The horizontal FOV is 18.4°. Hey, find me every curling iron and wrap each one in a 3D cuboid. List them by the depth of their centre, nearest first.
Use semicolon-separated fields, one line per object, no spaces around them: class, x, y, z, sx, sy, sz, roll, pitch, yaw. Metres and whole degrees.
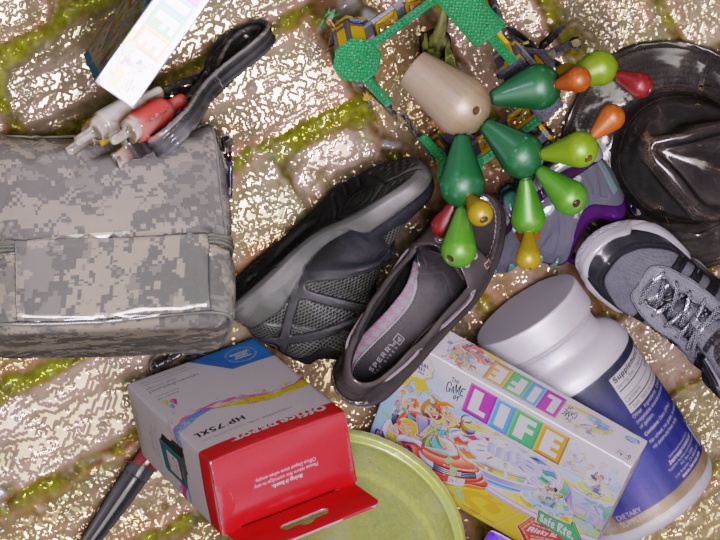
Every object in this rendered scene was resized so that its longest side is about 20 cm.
curling iron;-0.181;0.148;1.775;0.049;0.026;0.201;28;94;-20

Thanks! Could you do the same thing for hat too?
hat;0.262;-0.085;1.778;0.200;0.081;0.202;-2;102;-8

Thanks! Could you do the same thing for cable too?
cable;-0.128;-0.141;1.659;0.200;0.097;0.050;-45;115;-30

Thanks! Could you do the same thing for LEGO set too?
LEGO set;0.066;-0.172;1.730;0.200;0.116;0.154;37;112;-27

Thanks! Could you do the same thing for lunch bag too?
lunch bag;-0.190;-0.026;1.685;0.199;0.139;0.169;-2;78;-9

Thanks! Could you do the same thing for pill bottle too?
pill bottle;0.185;0.110;1.785;0.116;0.116;0.200;-35;103;-2

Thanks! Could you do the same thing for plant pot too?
plant pot;-0.030;0.251;1.708;0.199;0.184;0.201;4;114;10

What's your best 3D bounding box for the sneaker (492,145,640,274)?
sneaker;0.122;-0.019;1.759;0.200;0.074;0.088;-36;99;10

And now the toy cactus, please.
toy cactus;0.105;-0.102;1.651;0.165;0.102;0.200;39;94;7

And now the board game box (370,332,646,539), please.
board game box;0.109;0.137;1.738;0.199;0.034;0.135;29;133;12

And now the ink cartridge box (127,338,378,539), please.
ink cartridge box;-0.082;0.131;1.684;0.116;0.200;0.068;-20;117;-23

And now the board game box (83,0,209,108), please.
board game box;-0.147;-0.193;1.628;0.034;0.200;0.135;34;94;-14

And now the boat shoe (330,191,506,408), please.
boat shoe;0.049;0.019;1.675;0.067;0.057;0.200;36;76;4

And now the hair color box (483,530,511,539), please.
hair color box;0.076;0.316;1.755;0.065;0.109;0.200;27;67;13

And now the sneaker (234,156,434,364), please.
sneaker;0.000;0.000;1.744;0.199;0.076;0.114;-42;111;16

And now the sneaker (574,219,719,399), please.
sneaker;0.260;0.034;1.753;0.200;0.114;0.076;29;106;-38
